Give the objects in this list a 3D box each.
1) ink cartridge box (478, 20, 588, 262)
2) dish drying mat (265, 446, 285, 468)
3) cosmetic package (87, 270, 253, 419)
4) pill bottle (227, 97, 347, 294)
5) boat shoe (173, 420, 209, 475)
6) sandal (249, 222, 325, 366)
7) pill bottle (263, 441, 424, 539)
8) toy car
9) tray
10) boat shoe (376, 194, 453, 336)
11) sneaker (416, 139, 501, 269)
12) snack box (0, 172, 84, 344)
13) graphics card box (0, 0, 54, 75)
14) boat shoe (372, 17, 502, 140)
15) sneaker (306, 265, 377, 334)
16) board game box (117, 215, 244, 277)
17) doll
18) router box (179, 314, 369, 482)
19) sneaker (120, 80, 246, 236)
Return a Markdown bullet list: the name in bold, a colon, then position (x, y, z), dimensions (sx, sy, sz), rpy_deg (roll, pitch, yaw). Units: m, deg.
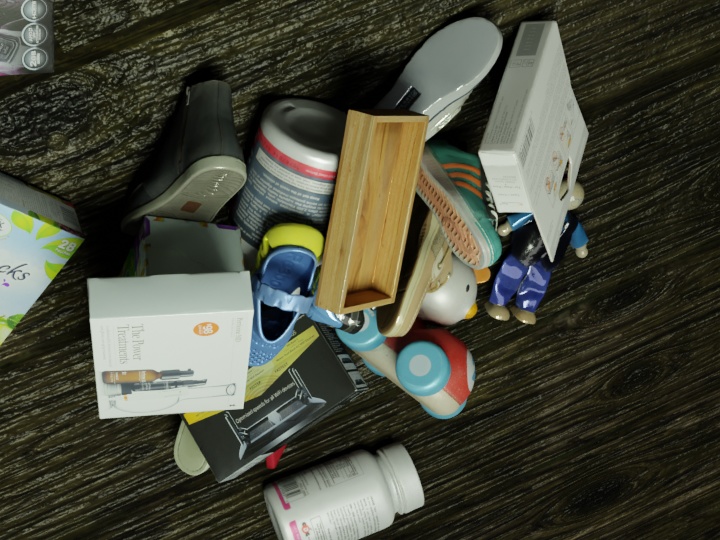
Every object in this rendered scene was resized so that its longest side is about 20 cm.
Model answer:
- **ink cartridge box**: position (0.191, -0.140, 1.331), dimensions (0.045, 0.200, 0.176), rpy_deg (2, 142, 26)
- **dish drying mat**: position (-0.105, 0.156, 1.527), dimensions (0.018, 0.077, 0.200), rpy_deg (14, 133, 15)
- **cosmetic package**: position (-0.186, 0.076, 1.202), dimensions (0.151, 0.052, 0.200), rpy_deg (-5, 148, -11)
- **pill bottle**: position (-0.074, -0.069, 1.296), dimensions (0.119, 0.120, 0.200), rpy_deg (2, 127, -30)
- **boat shoe**: position (-0.162, 0.153, 1.488), dimensions (0.066, 0.074, 0.200), rpy_deg (-8, 119, -64)
- **sandal**: position (-0.095, 0.041, 1.257), dimensions (0.079, 0.087, 0.200), rpy_deg (11, 139, -12)
- **pill bottle**: position (-0.022, 0.313, 1.675), dimensions (0.200, 0.113, 0.113), rpy_deg (-19, 135, -12)
- **toy car**: position (0.093, 0.051, 1.469), dimensions (0.200, 0.177, 0.184), rpy_deg (-53, 160, -5)
- **tray**: position (0.011, -0.061, 1.233), dimensions (0.099, 0.037, 0.200), rpy_deg (-10, 114, -54)
- **boat shoe**: position (0.077, -0.008, 1.389), dimensions (0.064, 0.200, 0.071), rpy_deg (31, 155, -21)
- **sneaker**: position (0.118, -0.082, 1.327), dimensions (0.080, 0.200, 0.071), rpy_deg (-15, 135, -13)
- **snack box**: position (-0.402, -0.025, 1.197), dimensions (0.200, 0.068, 0.169), rpy_deg (26, 114, -43)
- **graphics card box**: position (-0.364, -0.227, 1.047), dimensions (0.200, 0.051, 0.126), rpy_deg (-8, 132, -24)
- **boat shoe**: position (0.078, -0.187, 1.318), dimensions (0.200, 0.071, 0.070), rpy_deg (-48, 161, 12)
- **sneaker**: position (0.000, 0.000, 1.364), dimensions (0.083, 0.200, 0.071), rpy_deg (33, 132, -7)
- **board game box**: position (-0.202, 0.044, 1.292), dimensions (0.105, 0.103, 0.200), rpy_deg (7, 145, -23)
- **doll**: position (0.229, -0.028, 1.547), dimensions (0.136, 0.048, 0.200), rpy_deg (9, 118, -23)
- **router box**: position (-0.116, 0.123, 1.405), dimensions (0.200, 0.157, 0.052), rpy_deg (-34, 169, 12)
- **sneaker**: position (-0.179, -0.107, 1.248), dimensions (0.075, 0.106, 0.200), rpy_deg (14, 151, -37)
